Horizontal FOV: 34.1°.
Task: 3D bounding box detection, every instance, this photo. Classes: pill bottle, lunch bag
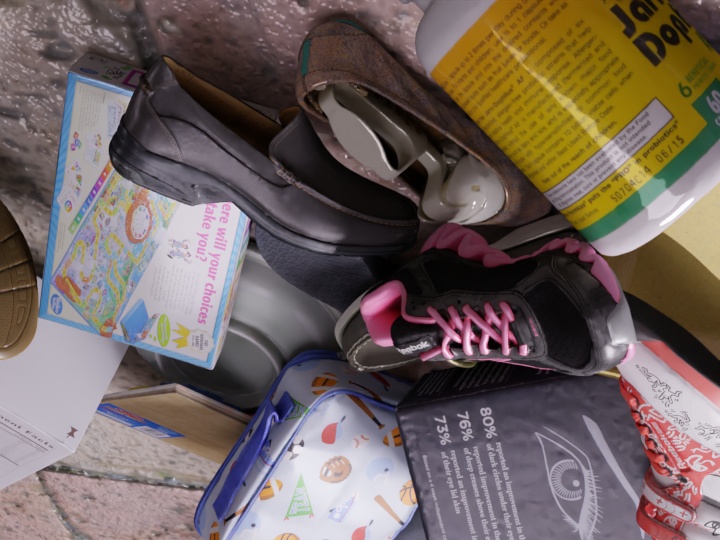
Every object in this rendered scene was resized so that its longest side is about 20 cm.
[{"bbox_3d":[0.100,-0.114,0.600,0.200,0.113,0.113,46,134,-1],"label":"pill bottle"},{"bbox_3d":[-0.031,0.157,0.913,0.160,0.076,0.200,22,107,-33],"label":"lunch bag"}]

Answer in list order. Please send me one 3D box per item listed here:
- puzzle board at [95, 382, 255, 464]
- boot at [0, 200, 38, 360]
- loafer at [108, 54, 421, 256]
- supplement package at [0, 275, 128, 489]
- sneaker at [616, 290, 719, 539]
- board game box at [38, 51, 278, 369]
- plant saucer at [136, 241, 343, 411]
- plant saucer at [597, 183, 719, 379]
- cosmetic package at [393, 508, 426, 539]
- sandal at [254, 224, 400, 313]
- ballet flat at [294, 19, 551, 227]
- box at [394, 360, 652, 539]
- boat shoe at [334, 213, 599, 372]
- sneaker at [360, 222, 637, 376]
[{"bbox_3d":[-0.116,0.136,0.987,0.200,0.017,0.150,31,153,-34],"label":"puzzle board"},{"bbox_3d":[-0.324,-0.013,0.859,0.154,0.072,0.201,-24,91,38],"label":"boot"},{"bbox_3d":[-0.049,-0.065,0.715,0.199,0.073,0.072,17,117,-17],"label":"loafer"},{"bbox_3d":[-0.292,0.096,0.958,0.114,0.110,0.200,36,143,-21],"label":"supplement package"},{"bbox_3d":[0.185,0.104,0.691,0.201,0.067,0.108,36,110,-9],"label":"sneaker"},{"bbox_3d":[-0.144,-0.035,0.808,0.134,0.034,0.200,17,122,0],"label":"board game box"},{"bbox_3d":[-0.105,0.058,0.923,0.199,0.050,0.200,9,137,8],"label":"plant saucer"},{"bbox_3d":[0.244,-0.016,0.693,0.199,0.048,0.201,13,115,4],"label":"plant saucer"},{"bbox_3d":[0.054,0.221,1.000,0.200,0.113,0.081,-22,125,37],"label":"cosmetic package"},{"bbox_3d":[0.000,0.000,0.841,0.076,0.043,0.200,-14,140,39],"label":"sandal"},{"bbox_3d":[0.036,-0.070,0.726,0.200,0.067,0.068,34,135,-19],"label":"ballet flat"},{"bbox_3d":[0.141,0.134,0.815,0.199,0.104,0.149,-12,95,16],"label":"box"},{"bbox_3d":[0.075,0.027,0.784,0.201,0.060,0.072,-23,143,16],"label":"boat shoe"},{"bbox_3d":[0.067,0.028,0.654,0.200,0.095,0.079,10,122,61],"label":"sneaker"}]
